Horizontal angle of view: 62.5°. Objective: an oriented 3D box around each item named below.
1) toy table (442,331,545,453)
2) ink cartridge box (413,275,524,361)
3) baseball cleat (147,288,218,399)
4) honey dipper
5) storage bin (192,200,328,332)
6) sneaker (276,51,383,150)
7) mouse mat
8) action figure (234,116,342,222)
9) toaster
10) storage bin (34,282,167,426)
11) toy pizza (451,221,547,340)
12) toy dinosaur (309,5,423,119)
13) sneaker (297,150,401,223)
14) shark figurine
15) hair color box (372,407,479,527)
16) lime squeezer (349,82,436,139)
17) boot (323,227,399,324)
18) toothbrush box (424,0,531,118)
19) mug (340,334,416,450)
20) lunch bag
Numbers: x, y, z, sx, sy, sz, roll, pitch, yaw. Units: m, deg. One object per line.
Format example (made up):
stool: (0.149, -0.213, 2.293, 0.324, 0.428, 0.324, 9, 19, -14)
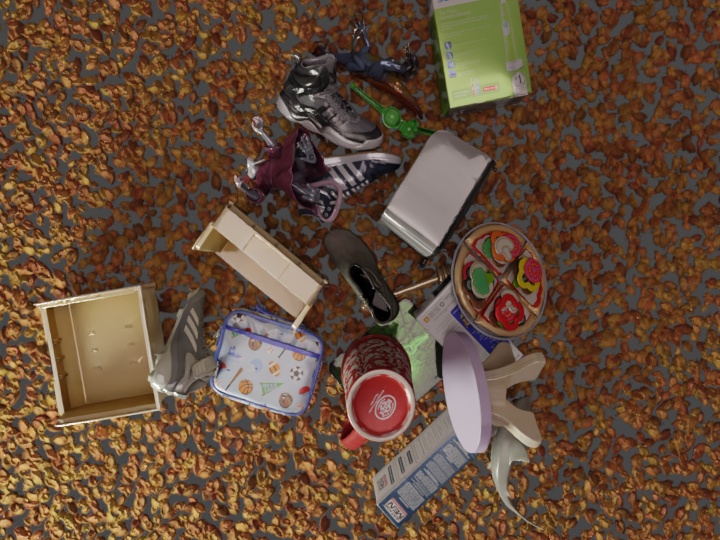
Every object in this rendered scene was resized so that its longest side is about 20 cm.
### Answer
toy table: (0.212, 0.192, 0.960, 0.113, 0.186, 0.206, 3, 57, -12)
ink cartridge box: (0.192, 0.113, 1.046, 0.095, 0.037, 0.200, -43, 102, 7)
baseball cleat: (-0.279, 0.125, 0.998, 0.104, 0.070, 0.204, 23, 49, -10)
honey dipper: (0.090, 0.032, 1.056, 0.194, 0.038, 0.039, -22, 94, 5)
storage bin: (-0.153, -0.006, 0.967, 0.198, 0.199, 0.095, 39, 89, -3)
sneaker: (-0.042, -0.285, 0.989, 0.195, 0.076, 0.116, 24, 129, 1)
mouse mat: (0.059, 0.173, 1.076, 0.199, 0.008, 0.162, -40, 93, 3)
action figure: (-0.127, -0.165, 0.981, 0.147, 0.197, 0.138, 32, 72, -34)
toaster: (0.117, -0.115, 0.975, 0.117, 0.181, 0.203, 32, 92, 0)
storage bin: (-0.439, 0.139, 1.015, 0.191, 0.094, 0.208, -9, 94, -1)
toy pizza: (0.245, 0.015, 1.018, 0.193, 0.032, 0.208, 4, 78, -20)
toy dinosaur: (0.004, -0.344, 1.006, 0.175, 0.105, 0.207, -4, 106, 20)
sneaker: (-0.022, -0.141, 1.022, 0.192, 0.070, 0.113, -5, 89, 7)
shark figurine: (0.267, 0.338, 1.031, 0.125, 0.089, 0.223, 2, 88, -32)
hair color box: (0.114, 0.341, 1.041, 0.199, 0.100, 0.061, -43, 97, 2)
lime squeezer: (0.061, -0.260, 1.022, 0.198, 0.070, 0.038, 39, 108, 27)
boot: (0.000, 0.000, 0.990, 0.067, 0.131, 0.202, -37, 79, 2)
toothbrush box: (0.196, -0.380, 1.003, 0.140, 0.086, 0.208, -11, 95, 0)
mug: (0.030, 0.214, 0.975, 0.128, 0.200, 0.185, 1, 94, -1)
lunch bag: (-0.165, 0.153, 1.039, 0.194, 0.076, 0.166, 18, 91, -3)
